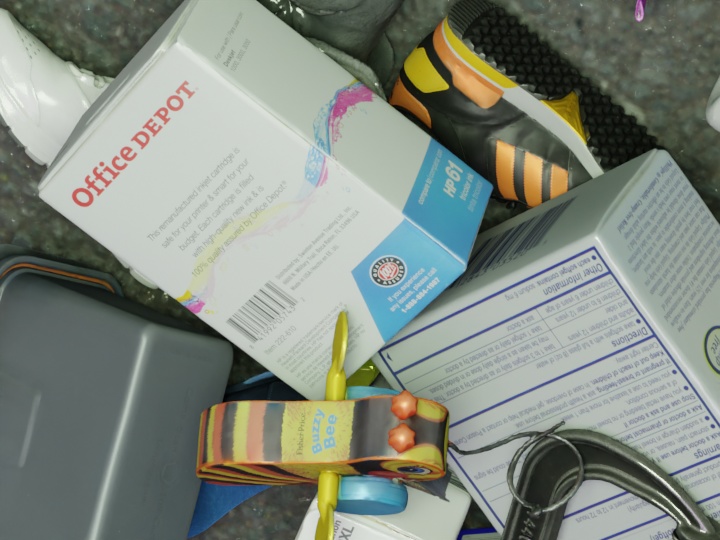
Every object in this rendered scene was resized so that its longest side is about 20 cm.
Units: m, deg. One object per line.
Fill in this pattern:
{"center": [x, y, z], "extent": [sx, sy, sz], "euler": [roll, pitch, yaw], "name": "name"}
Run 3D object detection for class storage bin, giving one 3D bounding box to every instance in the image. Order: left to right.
{"center": [-0.168, 0.096, 1.678], "extent": [0.134, 0.145, 0.200], "euler": [13, 88, 39], "name": "storage bin"}

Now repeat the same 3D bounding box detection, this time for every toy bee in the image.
{"center": [0.005, 0.082, 1.521], "extent": [0.200, 0.109, 0.131], "euler": [-19, 71, 3], "name": "toy bee"}

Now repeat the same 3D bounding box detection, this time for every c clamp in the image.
{"center": [0.149, 0.185, 1.589], "extent": [0.171, 0.027, 0.200], "euler": [23, 124, 25], "name": "c clamp"}

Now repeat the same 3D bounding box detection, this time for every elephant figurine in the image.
{"center": [-0.037, -0.118, 1.632], "extent": [0.155, 0.141, 0.200], "euler": [19, 120, 39], "name": "elephant figurine"}

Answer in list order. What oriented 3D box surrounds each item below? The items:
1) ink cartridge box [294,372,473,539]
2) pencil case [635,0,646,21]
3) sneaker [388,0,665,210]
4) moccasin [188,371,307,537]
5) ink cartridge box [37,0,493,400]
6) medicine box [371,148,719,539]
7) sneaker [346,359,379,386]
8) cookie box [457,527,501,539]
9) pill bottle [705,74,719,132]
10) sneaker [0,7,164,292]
{"center": [0.007, 0.163, 1.683], "extent": [0.084, 0.200, 0.145], "euler": [24, 114, 3], "name": "ink cartridge box"}
{"center": [0.203, -0.227, 1.551], "extent": [0.200, 0.085, 0.092], "euler": [-33, 99, 22], "name": "pencil case"}
{"center": [0.104, -0.061, 1.654], "extent": [0.200, 0.070, 0.090], "euler": [44, 125, -4], "name": "sneaker"}
{"center": [-0.092, 0.113, 1.755], "extent": [0.200, 0.068, 0.080], "euler": [-19, 121, 42], "name": "moccasin"}
{"center": [-0.052, -0.044, 1.565], "extent": [0.200, 0.085, 0.145], "euler": [37, 128, -13], "name": "ink cartridge box"}
{"center": [0.139, 0.064, 1.605], "extent": [0.182, 0.103, 0.200], "euler": [-27, 105, 41], "name": "medicine box"}
{"center": [0.000, 0.000, 1.693], "extent": [0.074, 0.084, 0.200], "euler": [27, 133, 1], "name": "sneaker"}
{"center": [0.149, 0.255, 1.755], "extent": [0.171, 0.075, 0.200], "euler": [-6, 108, 15], "name": "cookie box"}
{"center": [0.299, -0.076, 1.572], "extent": [0.200, 0.114, 0.114], "euler": [32, 114, -1], "name": "pill bottle"}
{"center": [-0.149, -0.083, 1.705], "extent": [0.087, 0.075, 0.200], "euler": [-39, 105, 11], "name": "sneaker"}
